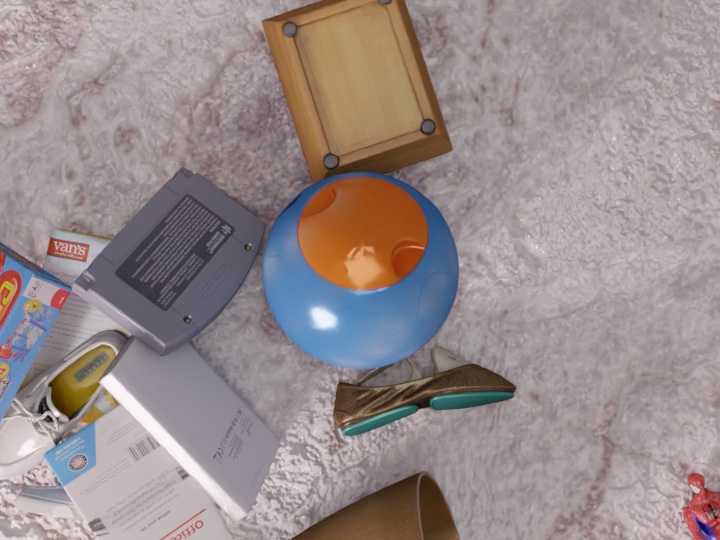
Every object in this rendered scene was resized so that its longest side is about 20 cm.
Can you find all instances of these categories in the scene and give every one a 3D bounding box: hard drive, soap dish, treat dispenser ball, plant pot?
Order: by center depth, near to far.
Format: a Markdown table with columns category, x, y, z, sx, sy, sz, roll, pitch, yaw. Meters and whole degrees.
| category | x | y | z | sx | sy | sz | roll | pitch | yaw |
| --- | --- | --- | --- | --- | --- | --- | --- | --- | --- |
| treat dispenser ball | 0.000 | 0.000 | 1.279 | 0.200 | 0.201 | 0.201 | 0 | 89 | -2 |
| hard drive | -0.170 | 0.146 | 1.289 | 0.026 | 0.132 | 0.200 | -35 | 104 | 26 |
| plant pot | -0.002 | 0.325 | 1.299 | 0.200 | 0.186 | 0.187 | -18 | 90 | 13 |
| soap dish | -0.003 | -0.200 | 1.342 | 0.157 | 0.081 | 0.200 | -18 | 91 | -2 |

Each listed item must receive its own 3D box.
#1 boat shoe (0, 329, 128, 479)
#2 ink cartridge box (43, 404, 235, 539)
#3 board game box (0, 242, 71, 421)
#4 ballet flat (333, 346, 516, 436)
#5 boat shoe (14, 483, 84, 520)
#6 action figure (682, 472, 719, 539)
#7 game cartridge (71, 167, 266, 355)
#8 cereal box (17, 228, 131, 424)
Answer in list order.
| category | x | y | z | sx | sy | sz | roll | pitch | yaw |
| --- | --- | --- | --- | --- | --- | --- | --- | --- | --- |
| boat shoe | -0.317 | 0.143 | 1.284 | 0.202 | 0.086 | 0.075 | -40 | 93 | 0 |
| ink cartridge box | -0.218 | 0.240 | 1.273 | 0.116 | 0.068 | 0.200 | -33 | 87 | -14 |
| board game box | -0.418 | 0.061 | 1.286 | 0.196 | 0.056 | 0.200 | 26 | 88 | 35 |
| ballet flat | 0.065 | 0.123 | 1.354 | 0.200 | 0.068 | 0.072 | -13 | 70 | 2 |
| boat shoe | -0.264 | 0.232 | 1.338 | 0.200 | 0.070 | 0.072 | 2 | 79 | -6 |
| action figure | 0.406 | 0.310 | 1.340 | 0.065 | 0.099 | 0.200 | -26 | 87 | -3 |
| game cartridge | -0.189 | -0.008 | 1.306 | 0.133 | 0.041 | 0.200 | 35 | 52 | 3 |
| cereal box | -0.281 | 0.065 | 1.349 | 0.144 | 0.040 | 0.200 | 13 | 88 | -1 |
